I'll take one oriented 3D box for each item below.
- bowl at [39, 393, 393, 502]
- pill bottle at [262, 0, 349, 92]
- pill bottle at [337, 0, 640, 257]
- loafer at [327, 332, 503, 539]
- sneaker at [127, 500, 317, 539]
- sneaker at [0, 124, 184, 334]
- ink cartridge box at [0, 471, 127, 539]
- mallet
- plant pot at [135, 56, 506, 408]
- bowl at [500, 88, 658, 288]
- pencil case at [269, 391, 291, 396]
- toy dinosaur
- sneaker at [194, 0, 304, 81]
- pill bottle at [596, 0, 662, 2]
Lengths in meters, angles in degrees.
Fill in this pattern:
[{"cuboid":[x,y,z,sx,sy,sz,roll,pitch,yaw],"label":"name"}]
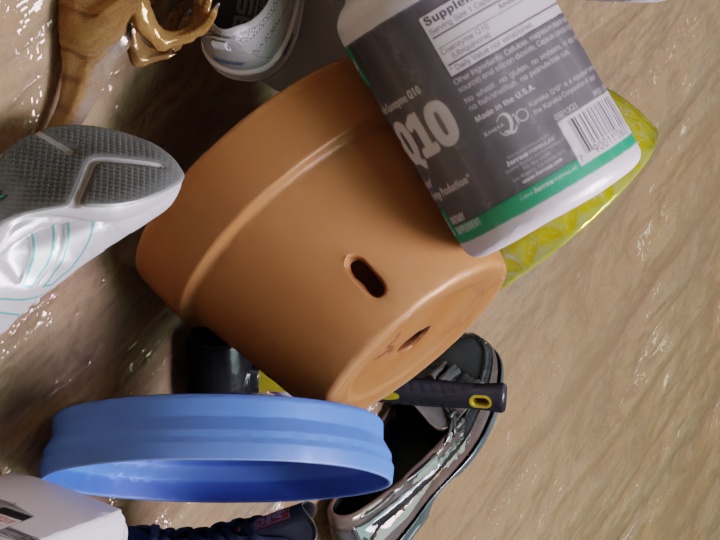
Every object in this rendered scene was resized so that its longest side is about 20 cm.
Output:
[{"cuboid":[-0.081,0.101,1.459,0.201,0.200,0.039,25,62,-64],"label":"bowl"},{"cuboid":[0.009,-0.181,1.556,0.200,0.113,0.113,-43,140,-46],"label":"pill bottle"},{"cuboid":[0.058,-0.118,1.405,0.113,0.113,0.200,-32,93,-53],"label":"pill bottle"},{"cuboid":[0.040,0.121,1.847,0.200,0.072,0.063,-59,144,-24],"label":"loafer"},{"cuboid":[-0.071,0.167,1.521,0.075,0.200,0.085,-95,-155,-70],"label":"sneaker"},{"cuboid":[-0.179,-0.014,1.328,0.200,0.070,0.080,-25,144,-34],"label":"sneaker"},{"cuboid":[-0.221,0.202,1.360,0.200,0.083,0.147,-15,118,-60],"label":"ink cartridge box"},{"cuboid":[-0.011,0.080,1.584,0.041,0.200,0.066,-71,171,-61],"label":"mallet"},{"cuboid":[-0.010,-0.009,1.492,0.200,0.140,0.200,-37,166,-11],"label":"plant pot"},{"cuboid":[0.094,-0.075,1.761,0.108,0.200,0.200,51,49,-11],"label":"bowl"},{"cuboid":[0.000,0.000,1.636,0.084,0.085,0.200,17,103,-34],"label":"pencil case"},{"cuboid":[-0.139,-0.128,1.380,0.106,0.060,0.200,4,108,-26],"label":"toy dinosaur"},{"cuboid":[-0.052,-0.207,1.420,0.082,0.075,0.200,17,77,-83],"label":"sneaker"},{"cuboid":[0.125,-0.218,1.527,0.200,0.114,0.114,-6,110,-53],"label":"pill bottle"}]
